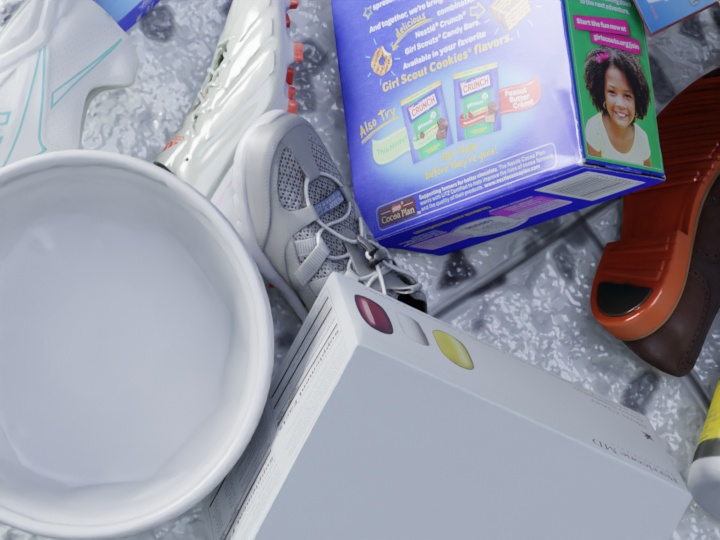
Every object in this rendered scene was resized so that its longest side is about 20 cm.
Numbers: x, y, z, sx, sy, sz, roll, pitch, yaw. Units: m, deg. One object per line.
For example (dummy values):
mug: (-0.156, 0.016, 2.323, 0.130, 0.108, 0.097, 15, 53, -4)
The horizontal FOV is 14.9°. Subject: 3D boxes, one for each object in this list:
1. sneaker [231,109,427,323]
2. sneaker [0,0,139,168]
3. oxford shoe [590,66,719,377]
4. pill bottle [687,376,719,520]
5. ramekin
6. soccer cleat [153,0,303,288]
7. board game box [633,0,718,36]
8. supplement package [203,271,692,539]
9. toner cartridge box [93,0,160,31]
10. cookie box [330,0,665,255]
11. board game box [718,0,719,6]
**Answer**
sneaker: (0.000, 0.000, 1.500, 0.075, 0.082, 0.201, -42, 113, -41)
sneaker: (-0.198, -0.066, 1.508, 0.080, 0.070, 0.201, 40, 82, -9)
oxford shoe: (0.194, -0.031, 1.600, 0.073, 0.071, 0.201, 44, 59, -33)
pill bottle: (0.266, 0.050, 1.557, 0.114, 0.114, 0.201, 23, 72, -5)
ramekin: (-0.142, 0.042, 1.459, 0.199, 0.105, 0.201, 0, 86, 1)
soccer cleat: (-0.076, -0.079, 1.547, 0.077, 0.069, 0.201, 6, 77, -7)
board game box: (0.156, -0.237, 1.465, 0.103, 0.019, 0.201, -25, 97, 14)
supplement package: (0.043, 0.122, 1.443, 0.199, 0.111, 0.156, 25, 105, -15)
toner cartridge box: (-0.109, -0.228, 1.591, 0.095, 0.043, 0.200, 44, 71, 1)
cookie box: (0.071, -0.127, 1.532, 0.075, 0.171, 0.201, 8, 71, -46)
board game box: (0.287, -0.114, 1.456, 0.159, 0.200, 0.097, -25, 49, 4)
